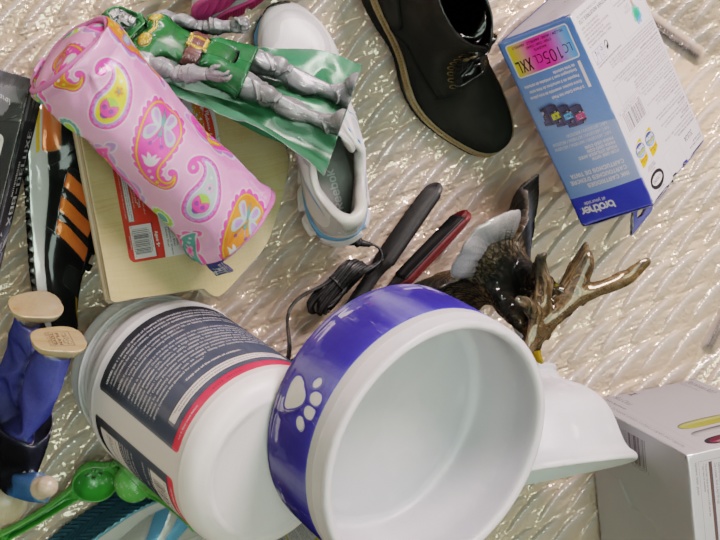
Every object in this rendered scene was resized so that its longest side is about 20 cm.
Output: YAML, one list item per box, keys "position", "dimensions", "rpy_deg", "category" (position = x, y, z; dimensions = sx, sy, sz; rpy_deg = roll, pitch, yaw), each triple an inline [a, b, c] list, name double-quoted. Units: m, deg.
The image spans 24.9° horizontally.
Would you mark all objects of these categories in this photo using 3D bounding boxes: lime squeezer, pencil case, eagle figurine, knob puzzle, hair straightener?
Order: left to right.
- position: [-0.200, 0.177, 1.284]
  dimensions: [0.198, 0.071, 0.038]
  rpy_deg: [-8, 116, 30]
  category: "lime squeezer"
- position: [-0.151, -0.090, 1.191]
  dimensions: [0.087, 0.087, 0.200]
  rpy_deg: [-45, 117, -6]
  category: "pencil case"
- position: [-0.138, -0.076, 1.276]
  dimensions: [0.218, 0.030, 0.222]
  rpy_deg: [10, 76, -41]
  category: "knob puzzle"
- position: [0.000, 0.000, 1.359]
  dimensions: [0.200, 0.041, 0.077]
  rpy_deg: [-46, 106, -1]
  category: "hair straightener"
- position: [0.111, 0.007, 1.297]
  dimensions: [0.150, 0.200, 0.153]
  rpy_deg: [2, 108, -22]
  category: "eagle figurine"

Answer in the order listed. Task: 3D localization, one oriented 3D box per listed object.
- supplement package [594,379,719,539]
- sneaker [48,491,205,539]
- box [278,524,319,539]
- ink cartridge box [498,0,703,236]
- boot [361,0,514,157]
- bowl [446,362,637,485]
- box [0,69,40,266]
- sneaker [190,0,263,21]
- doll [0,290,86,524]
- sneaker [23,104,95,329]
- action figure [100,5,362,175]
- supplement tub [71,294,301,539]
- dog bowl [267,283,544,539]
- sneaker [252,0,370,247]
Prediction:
- position: [0.286, 0.194, 1.377]
  dimensions: [0.110, 0.200, 0.158]
  rpy_deg: [-9, 100, -14]
  category: "supplement package"
- position: [-0.160, 0.211, 1.325]
  dimensions: [0.199, 0.077, 0.081]
  rpy_deg: [-31, 112, -3]
  category: "sneaker"
- position: [-0.005, 0.139, 1.307]
  dimensions: [0.048, 0.118, 0.200]
  rpy_deg: [28, 107, -42]
  category: "box"
- position: [0.208, -0.131, 1.343]
  dimensions: [0.136, 0.076, 0.201]
  rpy_deg: [-43, 110, -49]
  category: "ink cartridge box"
- position: [0.083, -0.162, 1.295]
  dimensions: [0.077, 0.138, 0.200]
  rpy_deg: [-45, 117, -9]
  category: "boot"
- position: [0.122, 0.130, 1.343]
  dimensions: [0.199, 0.201, 0.091]
  rpy_deg: [-8, 78, -15]
  category: "bowl"
- position: [-0.348, -0.090, 1.207]
  dimensions: [0.198, 0.050, 0.159]
  rpy_deg: [16, 94, 1]
  category: "box"
- position: [-0.058, -0.269, 1.277]
  dimensions: [0.199, 0.081, 0.089]
  rpy_deg: [-24, 83, -25]
  category: "sneaker"
- position: [-0.260, 0.120, 1.250]
  dimensions: [0.048, 0.137, 0.201]
  rpy_deg: [-8, 134, -38]
  category: "doll"
- position: [-0.215, -0.044, 1.269]
  dimensions: [0.089, 0.070, 0.203]
  rpy_deg: [-4, 97, -12]
  category: "sneaker"
- position: [-0.103, -0.154, 1.229]
  dimensions: [0.198, 0.055, 0.119]
  rpy_deg: [19, 48, -2]
  category: "action figure"
- position: [-0.120, 0.107, 1.234]
  dimensions: [0.139, 0.199, 0.142]
  rpy_deg: [-17, 120, -32]
  category: "supplement tub"
- position: [0.034, 0.115, 1.170]
  dimensions: [0.199, 0.079, 0.202]
  rpy_deg: [-17, 120, -32]
  category: "dog bowl"
- position: [-0.030, -0.121, 1.292]
  dimensions: [0.074, 0.087, 0.202]
  rpy_deg: [-19, 89, -10]
  category: "sneaker"
